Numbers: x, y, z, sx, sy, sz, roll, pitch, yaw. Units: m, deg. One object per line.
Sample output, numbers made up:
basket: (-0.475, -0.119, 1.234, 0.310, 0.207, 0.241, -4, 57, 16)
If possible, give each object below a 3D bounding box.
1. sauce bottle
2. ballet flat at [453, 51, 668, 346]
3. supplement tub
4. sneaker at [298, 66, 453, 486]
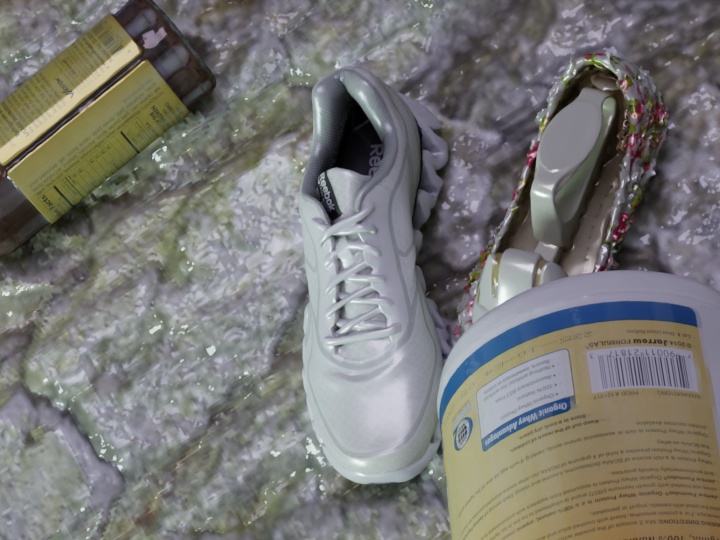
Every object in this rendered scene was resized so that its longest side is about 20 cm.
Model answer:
sauce bottle: (-0.165, -0.053, 1.433, 0.200, 0.065, 0.065, -38, 61, -1)
ballet flat: (0.084, -0.013, 1.335, 0.076, 0.064, 0.200, 11, 72, 21)
supplement tub: (0.110, 0.116, 1.206, 0.145, 0.145, 0.200, -14, 52, 12)
sneaker: (0.000, 0.000, 1.348, 0.075, 0.081, 0.200, -8, 67, 13)
